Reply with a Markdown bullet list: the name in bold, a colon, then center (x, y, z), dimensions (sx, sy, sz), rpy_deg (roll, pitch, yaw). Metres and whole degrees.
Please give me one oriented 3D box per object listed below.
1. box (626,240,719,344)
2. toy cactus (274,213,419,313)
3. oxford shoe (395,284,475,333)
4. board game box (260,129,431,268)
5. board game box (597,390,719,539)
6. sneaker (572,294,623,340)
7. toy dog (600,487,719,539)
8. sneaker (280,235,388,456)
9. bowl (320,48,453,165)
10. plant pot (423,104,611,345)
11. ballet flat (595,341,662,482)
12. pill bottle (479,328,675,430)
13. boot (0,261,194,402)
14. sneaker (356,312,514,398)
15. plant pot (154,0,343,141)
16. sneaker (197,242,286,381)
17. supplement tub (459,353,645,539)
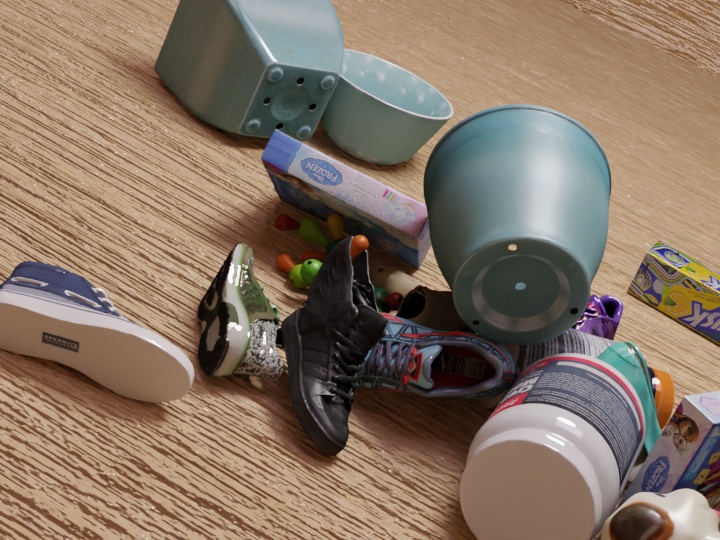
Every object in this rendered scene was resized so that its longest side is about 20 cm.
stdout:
- **box**: center (0.468, 0.042, 1.786), dimensions (0.199, 0.070, 0.064), rpy_deg (31, 29, 17)
- **toy cactus**: center (0.000, 0.000, 1.480), dimensions (0.165, 0.103, 0.200), rpy_deg (14, 17, -41)
- **oxford shoe**: center (0.090, 0.042, 1.410), dimensions (0.200, 0.070, 0.075), rpy_deg (-36, 101, -45)
- **board game box**: center (-0.011, -0.079, 1.546), dimensions (0.198, 0.044, 0.200), rpy_deg (26, -8, 8)
- **board game box**: center (0.325, 0.196, 1.231), dimensions (0.199, 0.201, 0.041), rpy_deg (-3, 37, -41)
- **sneaker**: center (0.247, 0.070, 1.540), dimensions (0.080, 0.084, 0.200), rpy_deg (33, 28, 20)
- **toy dog**: center (0.281, 0.273, 1.091), dimensions (0.200, 0.194, 0.140), rpy_deg (56, 4, 23)
- **sneaker**: center (-0.018, 0.070, 1.253), dimensions (0.060, 0.104, 0.200), rpy_deg (38, 25, -42)
- **bowl**: center (0.021, -0.223, 1.880), dimensions (0.200, 0.105, 0.201), rpy_deg (22, 25, -11)
- **plant pot**: center (0.159, -0.034, 1.334), dimensions (0.199, 0.201, 0.188), rpy_deg (19, 36, -8)
- **ballet flat**: center (0.277, 0.168, 1.341), dimensions (0.070, 0.201, 0.067), rpy_deg (-27, 16, -8)
- **pill bottle**: center (0.233, 0.120, 1.408), dimensions (0.199, 0.107, 0.106), rpy_deg (16, 27, -15)
- **boot**: center (-0.237, 0.048, 1.197), dimensions (0.199, 0.073, 0.090), rpy_deg (21, 31, -2)
- **sneaker**: center (0.053, 0.084, 1.292), dimensions (0.199, 0.080, 0.096), rpy_deg (3, -1, 5)
- **plant pot**: center (-0.133, -0.280, 1.788), dimensions (0.196, 0.196, 0.200), rpy_deg (3, 40, -36)
- **sneaker**: center (-0.110, 0.050, 1.320), dimensions (0.088, 0.077, 0.200), rpy_deg (27, 29, -19)
- **supplement tub**: center (0.179, 0.172, 1.224), dimensions (0.140, 0.141, 0.200), rpy_deg (29, 26, 12)
